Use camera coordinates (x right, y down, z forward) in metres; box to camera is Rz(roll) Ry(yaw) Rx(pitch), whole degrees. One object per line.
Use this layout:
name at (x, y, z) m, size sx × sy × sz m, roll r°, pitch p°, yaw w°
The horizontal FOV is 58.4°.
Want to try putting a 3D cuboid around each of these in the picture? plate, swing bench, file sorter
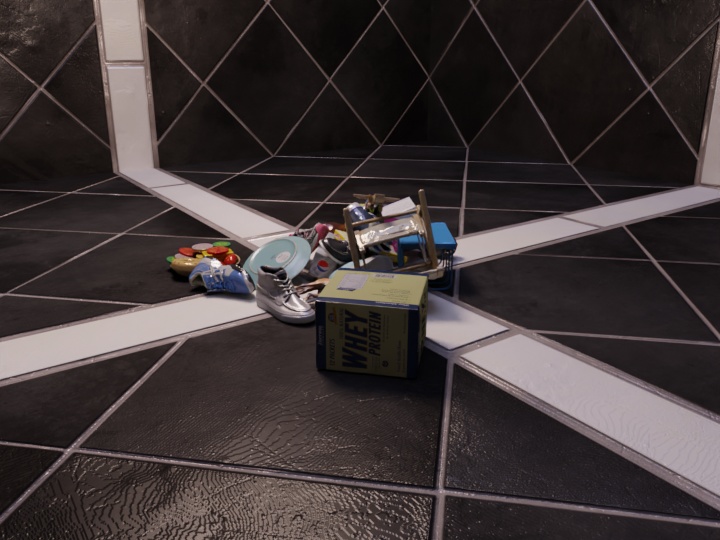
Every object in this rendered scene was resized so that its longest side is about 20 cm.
plate at (-0.222, -0.029, 1.659) m, size 0.195 × 0.026 × 0.203 m, roll -15°, pitch 38°, yaw 11°
swing bench at (0.073, -0.053, 1.493) m, size 0.193 × 0.206 × 0.130 m, roll -12°, pitch -12°, yaw -1°
file sorter at (0.163, -0.040, 1.672) m, size 0.134 × 0.126 × 0.201 m, roll 0°, pitch 19°, yaw -1°

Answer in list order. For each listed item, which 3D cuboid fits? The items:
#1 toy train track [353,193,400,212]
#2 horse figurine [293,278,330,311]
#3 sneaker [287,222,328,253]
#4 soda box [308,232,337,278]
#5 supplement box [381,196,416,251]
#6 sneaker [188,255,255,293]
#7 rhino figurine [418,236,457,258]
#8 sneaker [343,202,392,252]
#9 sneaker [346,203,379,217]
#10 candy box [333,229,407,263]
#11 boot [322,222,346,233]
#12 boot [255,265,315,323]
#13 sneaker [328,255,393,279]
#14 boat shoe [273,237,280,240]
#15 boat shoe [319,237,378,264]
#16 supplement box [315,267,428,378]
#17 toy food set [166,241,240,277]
toy train track at (0.033, -0.160, 1.580) m, size 0.111 × 0.034 × 0.200 m, roll 5°, pitch 0°, yaw -6°
horse figurine at (-0.076, 0.059, 1.497) m, size 0.131 × 0.051 × 0.197 m, roll -17°, pitch 25°, yaw -40°
sneaker at (-0.151, -0.083, 1.751) m, size 0.081 × 0.075 × 0.199 m, roll -53°, pitch 11°, yaw -29°
soda box at (-0.084, -0.039, 1.734) m, size 0.067 × 0.065 × 0.200 m, roll 23°, pitch 20°, yaw 1°
supplement box at (0.122, -0.137, 1.867) m, size 0.101 × 0.104 × 0.200 m, roll -20°, pitch 13°, yaw 3°
sneaker at (-0.339, 0.028, 1.583) m, size 0.196 × 0.077 × 0.077 m, roll 12°, pitch 44°, yaw 33°
rhino figurine at (0.193, -0.073, 1.871) m, size 0.196 × 0.062 × 0.087 m, roll 6°, pitch 20°, yaw 36°
sneaker at (0.036, -0.087, 1.697) m, size 0.147 × 0.080 × 0.200 m, roll 52°, pitch 5°, yaw 25°
sneaker at (0.009, -0.168, 1.896) m, size 0.074 × 0.078 × 0.200 m, roll 11°, pitch 0°, yaw 14°
candy box at (0.028, -0.065, 1.789) m, size 0.196 × 0.027 × 0.102 m, roll 15°, pitch 17°, yaw -28°
boot at (-0.050, -0.106, 1.899) m, size 0.183 × 0.071 × 0.200 m, roll 11°, pitch 0°, yaw -7°
boot at (-0.175, 0.049, 1.452) m, size 0.073 × 0.098 × 0.197 m, roll -17°, pitch 25°, yaw -42°
sneaker at (0.000, 0.000, 1.638) m, size 0.081 × 0.076 × 0.197 m, roll 11°, pitch 16°, yaw 42°
boat shoe at (-0.215, -0.032, 1.736) m, size 0.068 × 0.072 × 0.200 m, roll -6°, pitch 21°, yaw -14°
boat shoe at (-0.026, -0.048, 1.658) m, size 0.198 × 0.060 × 0.075 m, roll 27°, pitch 29°, yaw -45°
supplement box at (0.027, 0.095, 1.253) m, size 0.194 × 0.138 × 0.200 m, roll 4°, pitch 19°, yaw 11°
toy food set at (-0.429, -0.031, 1.765) m, size 0.195 × 0.050 × 0.197 m, roll -8°, pitch 20°, yaw -22°
